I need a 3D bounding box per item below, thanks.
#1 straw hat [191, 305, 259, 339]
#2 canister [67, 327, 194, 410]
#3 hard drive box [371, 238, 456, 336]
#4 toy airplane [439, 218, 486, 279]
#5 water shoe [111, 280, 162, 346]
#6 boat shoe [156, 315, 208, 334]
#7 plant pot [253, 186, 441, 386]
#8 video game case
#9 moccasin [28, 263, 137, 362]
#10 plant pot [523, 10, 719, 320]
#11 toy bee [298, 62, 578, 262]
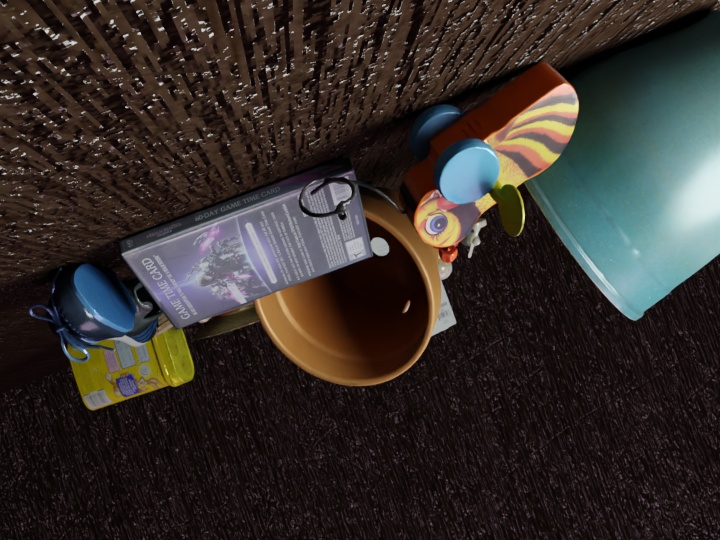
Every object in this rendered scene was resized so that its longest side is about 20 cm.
[{"bbox_3d":[-0.220,0.050,1.521,0.198,0.086,0.201,-17,-176,1],"label":"straw hat"},{"bbox_3d":[-0.424,0.161,1.599,0.197,0.151,0.087,-18,179,11],"label":"canister"},{"bbox_3d":[0.040,0.007,1.230,0.076,0.203,0.155,-20,179,35],"label":"hard drive box"},{"bbox_3d":[0.127,-0.049,1.643,0.198,0.143,0.199,-21,179,26],"label":"toy airplane"},{"bbox_3d":[-0.263,0.049,1.062,0.078,0.072,0.200,-22,179,1],"label":"water shoe"},{"bbox_3d":[-0.257,0.051,1.399,0.197,0.065,0.071,-21,179,3],"label":"boat shoe"},{"bbox_3d":[0.000,0.000,0.920,0.198,0.202,0.140,-21,-165,28],"label":"plant pot"},{"bbox_3d":[-0.090,-0.018,0.754,0.197,0.019,0.143,-20,151,-3],"label":"video game case"},{"bbox_3d":[-0.245,0.044,0.781,0.068,0.081,0.200,-32,179,-7],"label":"moccasin"},{"bbox_3d":[0.243,-0.096,0.696,0.187,0.201,0.200,-36,173,21],"label":"plant pot"},{"bbox_3d":[0.068,-0.066,0.640,0.197,0.109,0.132,-12,-135,15],"label":"toy bee"}]
